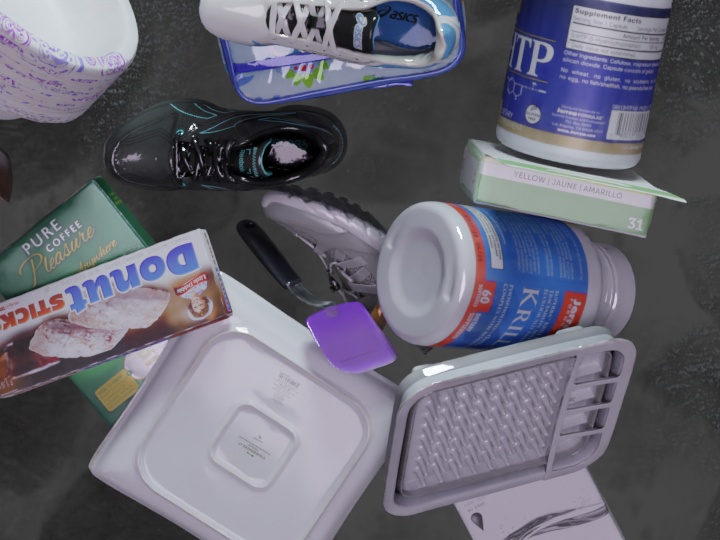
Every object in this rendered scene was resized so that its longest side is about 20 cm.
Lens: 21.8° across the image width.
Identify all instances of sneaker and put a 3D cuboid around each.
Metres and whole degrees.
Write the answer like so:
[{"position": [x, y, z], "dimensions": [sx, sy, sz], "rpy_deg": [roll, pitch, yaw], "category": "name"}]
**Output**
[{"position": [-0.110, -0.100, 1.499], "dimensions": [0.199, 0.079, 0.076], "rpy_deg": [-6, 104, 0], "category": "sneaker"}, {"position": [0.000, 0.000, 1.529], "dimensions": [0.199, 0.075, 0.082], "rpy_deg": [32, 99, -10], "category": "sneaker"}, {"position": [-0.023, -0.191, 1.402], "dimensions": [0.199, 0.073, 0.072], "rpy_deg": [5, 108, -1], "category": "sneaker"}]

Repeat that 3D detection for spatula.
[{"position": [-0.046, 0.016, 1.489], "dimensions": [0.056, 0.200, 0.021], "rpy_deg": [-18, 132, -29], "category": "spatula"}]

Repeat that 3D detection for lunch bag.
[{"position": [-0.018, -0.217, 1.474], "dimensions": [0.199, 0.082, 0.162], "rpy_deg": [-8, 107, 1], "category": "lunch bag"}]

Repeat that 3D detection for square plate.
[{"position": [-0.085, 0.134, 1.479], "dimensions": [0.199, 0.028, 0.199], "rpy_deg": [33, 101, -4], "category": "square plate"}]

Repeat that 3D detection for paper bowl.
[{"position": [-0.275, -0.195, 1.407], "dimensions": [0.201, 0.201, 0.104], "rpy_deg": [43, 118, -11], "category": "paper bowl"}]

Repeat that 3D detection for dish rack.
[{"position": [0.109, 0.111, 1.462], "dimensions": [0.199, 0.044, 0.172], "rpy_deg": [-13, 142, -17], "category": "dish rack"}]

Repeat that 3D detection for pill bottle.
[{"position": [0.181, -0.189, 1.468], "dimensions": [0.119, 0.120, 0.201], "rpy_deg": [9, 103, -5], "category": "pill bottle"}, {"position": [0.121, 0.010, 1.477], "dimensions": [0.199, 0.112, 0.113], "rpy_deg": [5, 106, -37], "category": "pill bottle"}]

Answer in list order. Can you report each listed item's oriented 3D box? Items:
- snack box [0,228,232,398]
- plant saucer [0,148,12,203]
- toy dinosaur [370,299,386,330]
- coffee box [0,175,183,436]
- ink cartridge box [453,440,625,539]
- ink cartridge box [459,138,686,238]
[{"position": [-0.202, 0.034, 1.459], "dimensions": [0.199, 0.024, 0.072], "rpy_deg": [-20, 84, 11], "category": "snack box"}, {"position": [-0.336, -0.127, 1.425], "dimensions": [0.200, 0.200, 0.032], "rpy_deg": [42, 86, -11], "category": "plant saucer"}, {"position": [-0.019, 0.079, 1.498], "dimensions": [0.200, 0.060, 0.106], "rpy_deg": [-37, 109, 12], "category": "toy dinosaur"}, {"position": [-0.194, 0.037, 1.504], "dimensions": [0.123, 0.044, 0.200], "rpy_deg": [-39, 94, 9], "category": "coffee box"}, {"position": [0.157, 0.219, 1.595], "dimensions": [0.115, 0.067, 0.201], "rpy_deg": [-28, 103, 3], "category": "ink cartridge box"}, {"position": [0.161, -0.061, 1.457], "dimensions": [0.145, 0.200, 0.048], "rpy_deg": [11, 100, -6], "category": "ink cartridge box"}]
